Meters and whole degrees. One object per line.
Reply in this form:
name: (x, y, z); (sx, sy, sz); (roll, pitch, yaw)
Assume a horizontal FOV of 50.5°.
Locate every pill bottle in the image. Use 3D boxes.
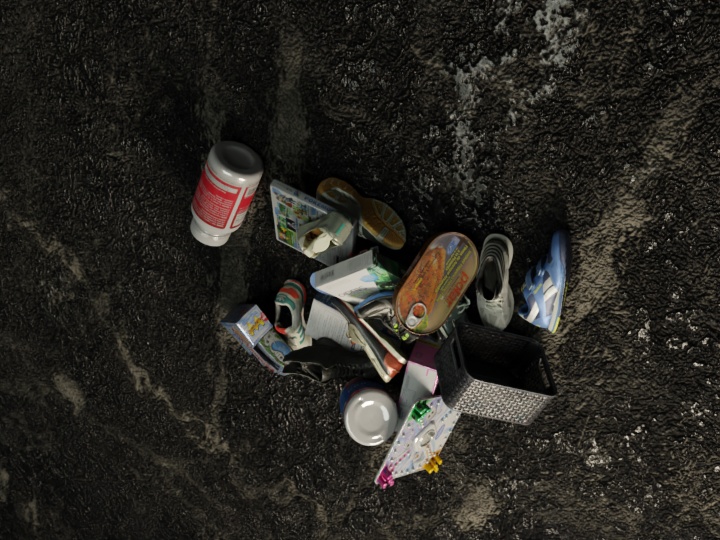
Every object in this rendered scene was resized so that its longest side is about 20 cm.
pill bottle: (0.012, 0.282, 1.583); (0.109, 0.200, 0.115); (0, 93, -6)
pill bottle: (-0.276, -0.150, 1.538); (0.111, 0.112, 0.201); (34, 127, 4)

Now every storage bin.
storage bin: (0.248, 0.191, 1.413); (0.196, 0.137, 0.095); (14, 131, -19)

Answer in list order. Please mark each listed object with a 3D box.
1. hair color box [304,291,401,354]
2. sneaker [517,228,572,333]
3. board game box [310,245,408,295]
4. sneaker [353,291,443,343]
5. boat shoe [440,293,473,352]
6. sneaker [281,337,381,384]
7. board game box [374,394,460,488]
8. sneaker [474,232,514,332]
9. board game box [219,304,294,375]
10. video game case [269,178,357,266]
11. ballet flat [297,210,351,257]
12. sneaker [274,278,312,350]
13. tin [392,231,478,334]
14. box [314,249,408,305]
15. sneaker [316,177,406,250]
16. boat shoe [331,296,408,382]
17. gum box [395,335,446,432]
hair color box: (-0.011, 0.125, 1.595); (0.197, 0.061, 0.101); (26, 127, 11)
sneaker: (0.328, 0.017, 1.354); (0.081, 0.074, 0.204); (16, 123, 20)
board game box: (0.000, 0.000, 1.493); (0.196, 0.040, 0.158); (-14, 154, 24)
sneaker: (0.082, 0.094, 1.465); (0.196, 0.084, 0.071); (13, 153, -22)
boat shoe: (0.175, 0.063, 1.459); (0.061, 0.073, 0.203); (-24, 99, 35)
sneaker: (-0.053, 0.198, 1.556); (0.196, 0.104, 0.061); (19, 126, 16)
board game box: (0.134, 0.339, 1.536); (0.026, 0.198, 0.203); (38, 113, 34)
sneaker: (0.233, 0.046, 1.390); (0.074, 0.116, 0.204); (8, 121, 22)
board game box: (-0.215, 0.147, 1.638); (0.200, 0.062, 0.200); (46, 164, 2)
video game case: (-0.090, -0.079, 1.487); (0.180, 0.022, 0.201); (27, 155, 11)
ballet flat: (-0.081, -0.057, 1.414); (0.067, 0.064, 0.199); (37, 155, -15)
sneaker: (-0.156, 0.124, 1.648); (0.069, 0.094, 0.204); (11, 122, 21)
tin: (0.137, 0.022, 1.403); (0.111, 0.042, 0.202); (35, 88, -13)
box: (0.028, 0.027, 1.458); (0.142, 0.037, 0.198); (-20, 152, 34)
sneaker: (0.000, -0.096, 1.466); (0.198, 0.076, 0.088); (36, 142, 9)
boat shoe: (0.007, 0.129, 1.506); (0.200, 0.071, 0.063); (46, 101, 11)
gum box: (0.123, 0.236, 1.555); (0.065, 0.114, 0.203); (17, 124, 10)
